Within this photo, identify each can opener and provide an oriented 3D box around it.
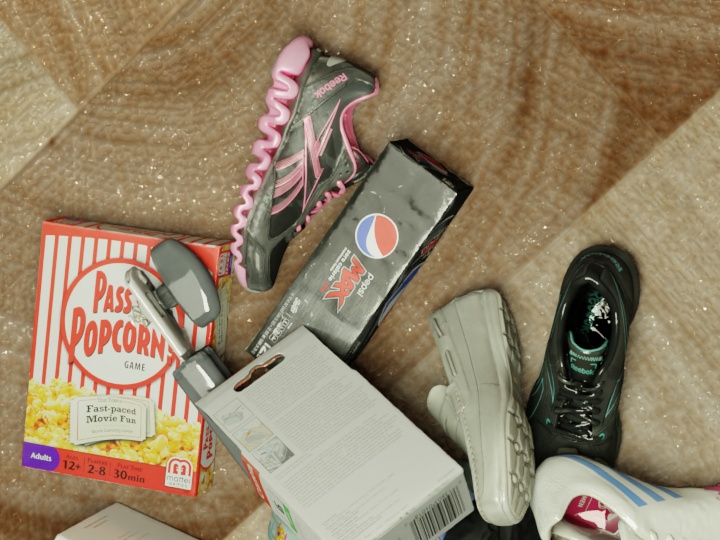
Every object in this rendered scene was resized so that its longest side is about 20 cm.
[{"bbox_3d":[-0.112,0.072,1.523,0.066,0.053,0.201,-32,92,11],"label":"can opener"}]

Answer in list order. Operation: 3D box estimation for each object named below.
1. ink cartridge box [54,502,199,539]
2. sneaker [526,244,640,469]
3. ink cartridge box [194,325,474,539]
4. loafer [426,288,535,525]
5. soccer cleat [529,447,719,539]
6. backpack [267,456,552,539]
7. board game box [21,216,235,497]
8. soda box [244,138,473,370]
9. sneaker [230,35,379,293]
[{"bbox_3d":[-0.146,0.289,1.561,0.199,0.125,0.129,23,101,12],"label":"ink cartridge box"},{"bbox_3d":[0.159,0.082,1.484,0.075,0.079,0.202,8,99,13],"label":"sneaker"},{"bbox_3d":[-0.022,0.134,1.444,0.109,0.051,0.200,-35,47,-16],"label":"ink cartridge box"},{"bbox_3d":[0.085,0.103,1.466,0.069,0.201,0.070,-17,135,15],"label":"loafer"},{"bbox_3d":[0.216,0.192,1.452,0.199,0.087,0.070,14,122,-5],"label":"soccer cleat"},{"bbox_3d":[0.029,0.207,1.495,0.199,0.167,0.128,4,106,30],"label":"backpack"},{"bbox_3d":[-0.185,0.067,1.591,0.150,0.046,0.202,7,97,14],"label":"board game box"},{"bbox_3d":[0.000,0.000,1.526,0.071,0.063,0.201,37,104,9],"label":"soda box"},{"bbox_3d":[-0.039,-0.073,1.531,0.095,0.079,0.201,16,101,1],"label":"sneaker"}]
